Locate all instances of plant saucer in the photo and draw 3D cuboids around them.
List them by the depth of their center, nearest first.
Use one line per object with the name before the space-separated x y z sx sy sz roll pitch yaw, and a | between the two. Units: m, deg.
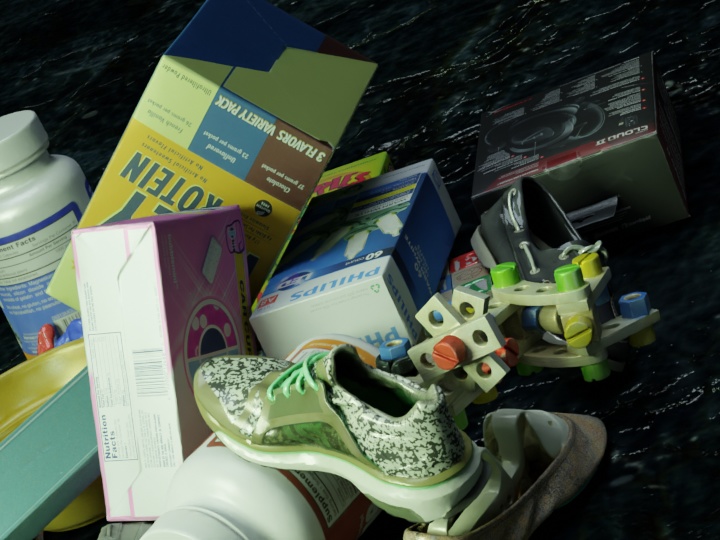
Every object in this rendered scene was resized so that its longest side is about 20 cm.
plant saucer | -0.211 0.127 1.565 0.070 0.019 0.200 26 49 25

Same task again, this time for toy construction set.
toy construction set | 0.085 0.047 1.449 0.130 0.093 0.199 -5 4 34

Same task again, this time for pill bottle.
pill bottle | -0.049 0.136 1.465 0.112 0.113 0.200 -6 27 40
pill bottle | -0.264 -0.026 1.969 0.111 0.201 0.112 -21 20 8

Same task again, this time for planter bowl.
planter bowl | -0.208 0.128 1.700 0.199 0.084 0.201 -21 20 8

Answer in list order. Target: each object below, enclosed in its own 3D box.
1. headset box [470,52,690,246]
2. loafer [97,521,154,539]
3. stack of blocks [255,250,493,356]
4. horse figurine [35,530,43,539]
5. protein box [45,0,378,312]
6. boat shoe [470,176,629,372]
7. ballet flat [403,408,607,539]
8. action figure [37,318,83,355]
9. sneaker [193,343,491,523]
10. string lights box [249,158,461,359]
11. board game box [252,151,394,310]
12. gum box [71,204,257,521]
headset box | 0.166 -0.078 1.797 0.148 0.078 0.200 -20 22 13
loafer | -0.164 0.215 1.445 0.069 0.071 0.200 15 23 10
stack of blocks | 0.010 0.063 1.653 0.198 0.059 0.115 -22 21 7
horse figurine | -0.271 0.227 1.515 0.198 0.050 0.133 -12 54 -3
protein box | -0.103 -0.068 1.701 0.201 0.134 0.199 -61 2 24
boat shoe | 0.133 -0.001 1.598 0.063 0.072 0.200 -61 29 17
ballet flat | 0.087 0.124 1.407 0.068 0.068 0.200 -4 28 35
action figure | -0.197 0.022 1.847 0.065 0.100 0.200 12 -11 -20
sneaker | -0.015 0.070 1.375 0.199 0.089 0.077 16 42 31
string lights box | 0.000 0.000 1.644 0.102 0.059 0.200 -18 20 19
board game box | -0.028 -0.023 1.921 0.101 0.048 0.200 -19 21 16
gum box | -0.120 0.064 1.550 0.066 0.202 0.113 -4 4 27
